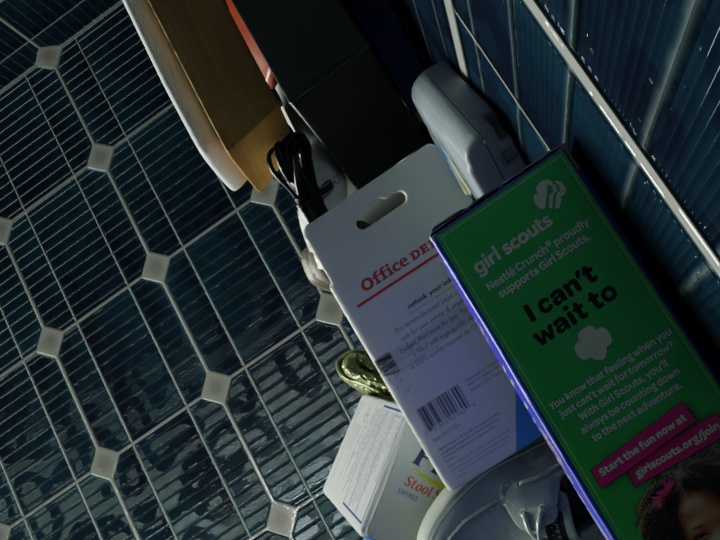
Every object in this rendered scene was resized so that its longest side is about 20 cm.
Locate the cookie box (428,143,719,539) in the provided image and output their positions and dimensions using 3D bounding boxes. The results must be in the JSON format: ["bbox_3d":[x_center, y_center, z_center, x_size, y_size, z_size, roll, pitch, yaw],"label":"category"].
[{"bbox_3d":[0.121,0.062,0.404,0.202,0.074,0.171,59,-174,14],"label":"cookie box"}]

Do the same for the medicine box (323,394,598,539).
[{"bbox_3d":[0.078,0.196,0.722,0.179,0.105,0.200,27,171,-7],"label":"medicine box"}]

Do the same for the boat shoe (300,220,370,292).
[{"bbox_3d":[0.000,0.000,0.807,0.198,0.072,0.076,0,-111,-58],"label":"boat shoe"}]

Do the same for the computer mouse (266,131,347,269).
[{"bbox_3d":[-0.034,-0.069,0.685,0.200,0.043,0.111,-101,-15,-74],"label":"computer mouse"}]

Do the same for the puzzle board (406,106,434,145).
[{"bbox_3d":[0.085,-0.095,1.026,0.151,0.017,0.205,46,-143,-62],"label":"puzzle board"}]

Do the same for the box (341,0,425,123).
[{"bbox_3d":[0.001,-0.232,0.712,0.202,0.032,0.122,56,-174,-31],"label":"box"}]

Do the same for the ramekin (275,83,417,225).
[{"bbox_3d":[-0.010,-0.129,0.862,0.204,0.096,0.200,64,178,4],"label":"ramekin"}]

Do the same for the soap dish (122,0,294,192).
[{"bbox_3d":[-0.132,-0.180,0.741,0.203,0.080,0.157,62,179,7],"label":"soap dish"}]

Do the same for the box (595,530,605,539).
[{"bbox_3d":[0.256,0.269,0.851,0.201,0.106,0.152,55,168,-30],"label":"box"}]

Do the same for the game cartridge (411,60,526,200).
[{"bbox_3d":[0.101,-0.042,0.578,0.201,0.040,0.134,55,-170,-32],"label":"game cartridge"}]

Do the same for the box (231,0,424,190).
[{"bbox_3d":[-0.038,-0.190,0.706,0.202,0.078,0.141,61,-169,30],"label":"box"}]

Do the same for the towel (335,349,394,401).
[{"bbox_3d":[0.080,0.139,0.826,0.197,0.037,0.148,19,167,33],"label":"towel"}]

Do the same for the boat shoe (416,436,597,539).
[{"bbox_3d":[0.131,0.160,0.584,0.071,0.198,0.072,61,175,-20],"label":"boat shoe"}]

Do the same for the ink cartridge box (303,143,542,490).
[{"bbox_3d":[0.058,0.030,0.582,0.203,0.115,0.068,59,-174,3],"label":"ink cartridge box"}]

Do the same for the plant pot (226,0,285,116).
[{"bbox_3d":[-0.094,-0.293,0.935,0.196,0.200,0.201,50,-178,23],"label":"plant pot"}]
